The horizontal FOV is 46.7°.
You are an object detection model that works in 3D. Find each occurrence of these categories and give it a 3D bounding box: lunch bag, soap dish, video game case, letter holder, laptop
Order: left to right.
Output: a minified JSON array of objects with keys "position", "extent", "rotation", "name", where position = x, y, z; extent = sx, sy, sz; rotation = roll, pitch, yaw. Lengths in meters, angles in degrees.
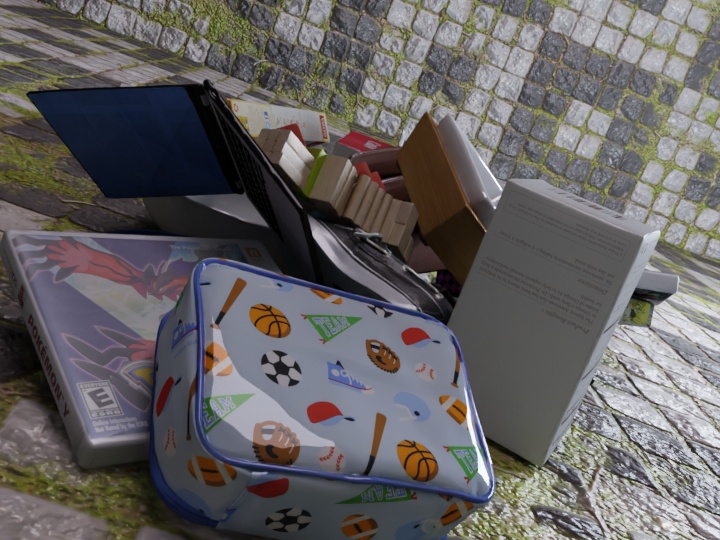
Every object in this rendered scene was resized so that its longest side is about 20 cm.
[{"position":[-0.112,0.039,0.547],"extent":[0.199,0.023,0.182],"rotation":[0,40,-41],"name":"video game case"},{"position":[-0.135,-0.054,0.666],"extent":[0.200,0.116,0.187],"rotation":[52,-9,16],"name":"laptop"},{"position":[-0.019,0.075,0.485],"extent":[0.199,0.076,0.161],"rotation":[18,38,-27],"name":"lunch bag"},{"position":[0.086,-0.079,1.030],"extent":[0.199,0.143,0.100],"rotation":[-7,15,-38],"name":"letter holder"},{"position":[0.113,-0.058,0.881],"extent":[0.157,0.081,0.200],"rotation":[48,17,-33],"name":"soap dish"},{"position":[0.218,0.032,1.014],"extent":[0.180,0.036,0.200],"rotation":[14,-5,-30],"name":"video game case"},{"position":[0.266,0.009,0.998],"extent":[0.199,0.024,0.182],"rotation":[10,-4,15],"name":"video game case"}]

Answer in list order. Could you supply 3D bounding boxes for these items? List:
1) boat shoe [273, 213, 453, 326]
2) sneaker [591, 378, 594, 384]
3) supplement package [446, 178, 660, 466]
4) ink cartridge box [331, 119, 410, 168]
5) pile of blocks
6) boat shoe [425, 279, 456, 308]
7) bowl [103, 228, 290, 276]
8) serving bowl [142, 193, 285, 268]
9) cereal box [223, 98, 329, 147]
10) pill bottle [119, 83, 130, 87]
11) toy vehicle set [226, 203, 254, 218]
[{"position":[0.000,-0.002,0.740],"extent":[0.068,0.074,0.199],"rotation":[-25,42,-34],"name":"boat shoe"},{"position":[0.212,0.086,0.867],"extent":[0.082,0.074,0.200],"rotation":[24,15,13],"name":"sneaker"},{"position":[0.150,0.037,0.698],"extent":[0.116,0.201,0.117],"rotation":[27,16,20],"name":"supplement package"},{"position":[0.001,-0.133,1.150],"extent":[0.083,0.176,0.200],"rotation":[20,14,0],"name":"ink cartridge box"},{"position":[-0.024,-0.078,0.775],"extent":[0.200,0.062,0.082],"rotation":[33,-20,-29],"name":"pile of blocks"},{"position":[0.077,0.046,0.846],"extent":[0.199,0.060,0.072],"rotation":[30,17,30],"name":"boat shoe"},{"position":[-0.124,0.024,0.679],"extent":[0.200,0.040,0.201],"rotation":[20,15,-6],"name":"bowl"},{"position":[-0.138,-0.051,0.876],"extent":[0.199,0.066,0.200],"rotation":[20,15,-6],"name":"serving bowl"},{"position":[-0.135,-0.131,0.827],"extent":[0.143,0.040,0.200],"rotation":[-10,2,24],"name":"cereal box"},{"position":[-0.243,-0.190,1.153],"extent":[0.199,0.105,0.104],"rotation":[17,15,-18],"name":"pill bottle"},{"position":[-0.179,-0.140,1.037],"extent":[0.200,0.027,0.124],"rotation":[36,50,18],"name":"toy vehicle set"}]
